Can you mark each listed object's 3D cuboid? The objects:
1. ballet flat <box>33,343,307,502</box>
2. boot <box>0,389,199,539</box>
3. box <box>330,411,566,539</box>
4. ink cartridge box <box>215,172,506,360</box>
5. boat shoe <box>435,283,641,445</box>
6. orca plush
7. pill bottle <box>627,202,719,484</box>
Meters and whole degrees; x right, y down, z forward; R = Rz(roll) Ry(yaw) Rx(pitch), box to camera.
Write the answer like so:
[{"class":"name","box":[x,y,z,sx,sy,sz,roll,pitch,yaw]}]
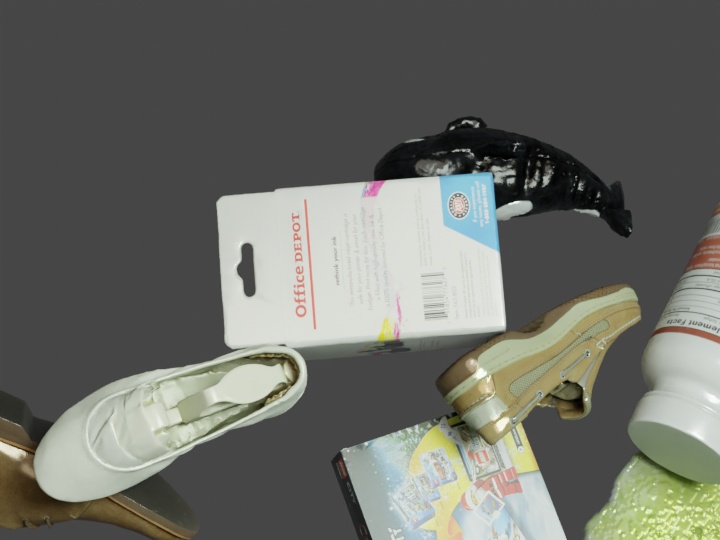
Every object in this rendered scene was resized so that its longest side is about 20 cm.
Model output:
[{"class":"ballet flat","box":[-0.122,0.092,1.229,0.199,0.069,0.070,-21,77,-23]},{"class":"boot","box":[-0.207,0.149,1.270,0.199,0.074,0.076,27,99,-7]},{"class":"box","box":[0.077,0.203,1.312,0.135,0.038,0.202,-17,76,-16]},{"class":"ink cartridge box","box":[0.000,0.000,1.331,0.198,0.068,0.116,-4,78,-1]},{"class":"boat shoe","box":[0.141,0.073,1.331,0.199,0.072,0.076,-25,75,-37]},{"class":"orca plush","box":[0.114,-0.067,1.388,0.198,0.071,0.106,21,70,-4]},{"class":"pill bottle","box":[0.275,0.050,1.363,0.112,0.112,0.201,30,70,-1]}]
